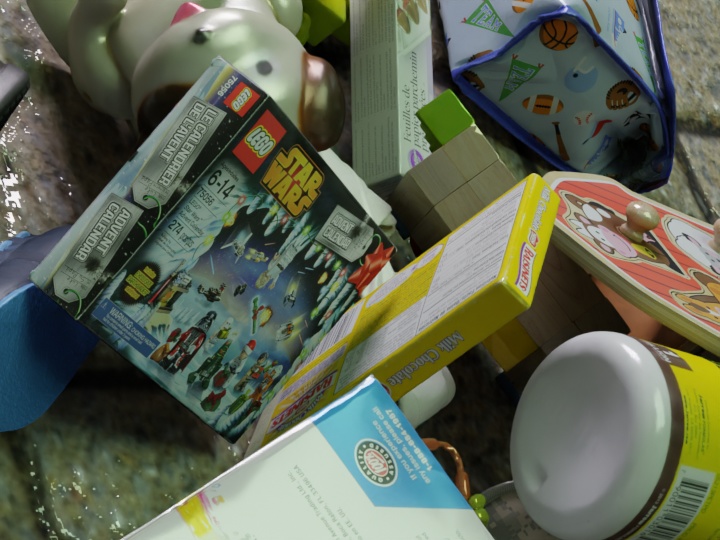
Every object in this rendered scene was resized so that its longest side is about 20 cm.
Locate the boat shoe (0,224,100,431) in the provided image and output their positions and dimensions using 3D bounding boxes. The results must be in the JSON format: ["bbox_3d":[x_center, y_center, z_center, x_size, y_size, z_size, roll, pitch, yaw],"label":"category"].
[{"bbox_3d":[-0.174,0.030,1.134,0.068,0.084,0.200,8,13,13],"label":"boat shoe"}]

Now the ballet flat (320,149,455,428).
[{"bbox_3d":[0.000,0.000,1.360,0.069,0.069,0.201,-3,66,-51],"label":"ballet flat"}]

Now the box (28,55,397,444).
[{"bbox_3d":[-0.066,-0.004,1.159,0.040,0.137,0.200,37,-5,27],"label":"box"}]

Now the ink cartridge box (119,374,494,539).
[{"bbox_3d":[-0.049,0.174,1.026,0.200,0.145,0.147,-30,81,-37],"label":"ink cartridge box"}]

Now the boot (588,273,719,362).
[{"bbox_3d":[0.168,0.009,1.445,0.076,0.200,0.156,-13,73,-19],"label":"boot"}]

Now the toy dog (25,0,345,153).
[{"bbox_3d":[-0.088,-0.100,1.260,0.200,0.139,0.195,-133,-150,-66],"label":"toy dog"}]

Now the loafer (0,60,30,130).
[{"bbox_3d":[-0.234,-0.059,1.154,0.071,0.073,0.200,37,30,-4],"label":"loafer"}]

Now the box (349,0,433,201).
[{"bbox_3d":[0.019,-0.139,1.498,0.039,0.041,0.201,25,54,-46],"label":"box"}]

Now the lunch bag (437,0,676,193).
[{"bbox_3d":[0.150,-0.167,1.657,0.200,0.124,0.170,40,33,-41],"label":"lunch bag"}]

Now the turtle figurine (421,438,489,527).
[{"bbox_3d":[0.003,0.188,1.175,0.200,0.064,0.161,-32,82,-30],"label":"turtle figurine"}]

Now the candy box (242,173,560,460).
[{"bbox_3d":[0.020,0.033,1.236,0.026,0.200,0.102,42,35,-17],"label":"candy box"}]

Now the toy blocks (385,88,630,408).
[{"bbox_3d":[0.080,0.002,1.410,0.100,0.137,0.200,-36,87,-14],"label":"toy blocks"}]

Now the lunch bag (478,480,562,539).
[{"bbox_3d":[0.113,0.192,1.275,0.200,0.118,0.164,-24,76,-49],"label":"lunch bag"}]

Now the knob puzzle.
[{"bbox_3d":[0.177,-0.009,1.300,0.219,0.031,0.220,27,20,-11],"label":"knob puzzle"}]

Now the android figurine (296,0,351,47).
[{"bbox_3d":[-0.066,-0.223,1.521,0.200,0.041,0.182,31,39,-31],"label":"android figurine"}]

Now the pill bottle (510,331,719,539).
[{"bbox_3d":[0.183,0.103,1.239,0.200,0.109,0.110,17,46,-37],"label":"pill bottle"}]
